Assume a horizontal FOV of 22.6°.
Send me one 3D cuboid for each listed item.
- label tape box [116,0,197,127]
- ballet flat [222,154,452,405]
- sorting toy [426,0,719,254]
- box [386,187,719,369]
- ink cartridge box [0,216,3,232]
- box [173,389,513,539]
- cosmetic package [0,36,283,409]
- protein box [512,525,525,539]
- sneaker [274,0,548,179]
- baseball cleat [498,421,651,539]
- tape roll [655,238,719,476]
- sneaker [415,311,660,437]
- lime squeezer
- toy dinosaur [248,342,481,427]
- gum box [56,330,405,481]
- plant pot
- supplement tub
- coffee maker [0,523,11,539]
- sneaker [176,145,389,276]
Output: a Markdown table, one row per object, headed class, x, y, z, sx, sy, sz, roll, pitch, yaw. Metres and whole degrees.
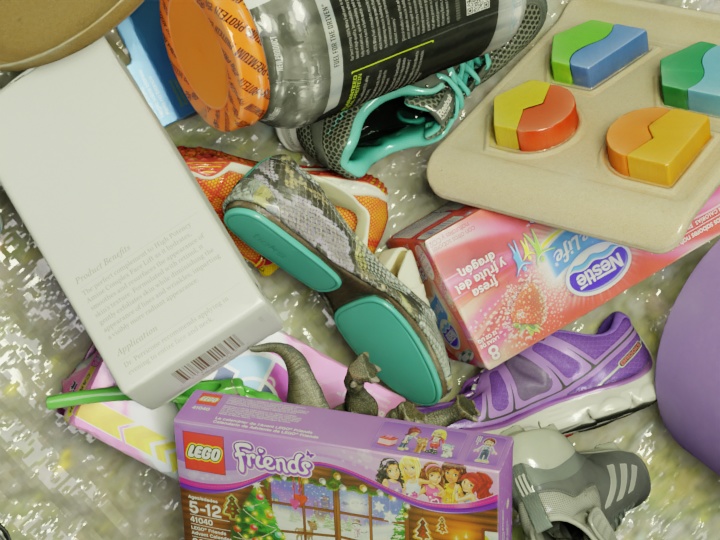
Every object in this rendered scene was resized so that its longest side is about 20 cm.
| class | x | y | z | sx | sy | sz | roll | pitch | yaw |
| --- | --- | --- | --- | --- | --- | --- | --- | --- | --- |
| label tape box | -0.090 | -0.188 | 1.150 | 0.199 | 0.063 | 0.145 | -29 | 97 | -12 |
| ballet flat | 0.000 | 0.000 | 1.127 | 0.072 | 0.072 | 0.200 | -49 | 115 | -8 |
| sorting toy | 0.162 | -0.105 | 1.133 | 0.200 | 0.184 | 0.037 | -50 | 140 | -31 |
| box | 0.130 | -0.026 | 1.188 | 0.199 | 0.103 | 0.095 | -29 | 99 | -12 |
| ink cartridge box | -0.271 | -0.074 | 1.041 | 0.084 | 0.200 | 0.146 | -24 | 96 | -8 |
| box | -0.009 | 0.150 | 1.061 | 0.198 | 0.039 | 0.138 | 7 | 119 | 17 |
| cosmetic package | -0.140 | -0.029 | 1.068 | 0.101 | 0.074 | 0.201 | -31 | 75 | -1 |
| protein box | 0.049 | 0.281 | 1.106 | 0.196 | 0.200 | 0.136 | -8 | 118 | -13 |
| sneaker | 0.045 | -0.119 | 1.162 | 0.199 | 0.091 | 0.078 | -33 | 129 | -7 |
| baseball cleat | 0.142 | 0.159 | 1.157 | 0.069 | 0.199 | 0.107 | -30 | 63 | 24 |
| tape roll | 0.298 | 0.057 | 1.194 | 0.198 | 0.085 | 0.202 | -15 | 121 | -26 |
| sneaker | 0.103 | 0.080 | 1.209 | 0.198 | 0.081 | 0.084 | -16 | 78 | -19 |
| lime squeezer | -0.090 | 0.095 | 1.107 | 0.199 | 0.038 | 0.071 | 28 | 115 | -13 |
| toy dinosaur | 0.009 | 0.112 | 1.092 | 0.199 | 0.077 | 0.102 | 24 | 123 | -26 |
| gum box | -0.086 | 0.085 | 1.154 | 0.199 | 0.066 | 0.114 | 29 | 84 | -13 |
| plant pot | -0.173 | -0.197 | 1.081 | 0.201 | 0.199 | 0.027 | -52 | 134 | -7 |
| supplement tub | -0.010 | -0.160 | 1.061 | 0.199 | 0.122 | 0.124 | -24 | 97 | -26 |
| coffee maker | -0.267 | 0.212 | 1.046 | 0.192 | 0.200 | 0.135 | -40 | 102 | -7 |
| sneaker | -0.079 | -0.037 | 1.154 | 0.198 | 0.073 | 0.078 | 10 | 99 | -11 |
